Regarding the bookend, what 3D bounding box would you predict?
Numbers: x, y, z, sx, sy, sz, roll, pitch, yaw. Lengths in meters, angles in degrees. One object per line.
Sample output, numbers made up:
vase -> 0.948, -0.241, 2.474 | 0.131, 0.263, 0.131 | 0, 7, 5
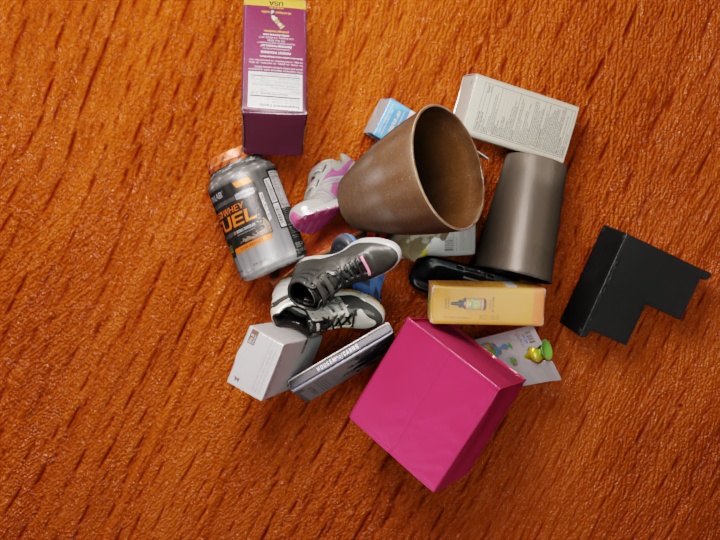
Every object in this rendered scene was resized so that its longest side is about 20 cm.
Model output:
bookend -> 0.511, 0.051, 1.414 | 0.196, 0.092, 0.203 | 21, 98, -13

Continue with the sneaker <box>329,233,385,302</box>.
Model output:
sneaker -> 0.000, 0.000, 1.306 | 0.078, 0.066, 0.203 | -37, 141, -22

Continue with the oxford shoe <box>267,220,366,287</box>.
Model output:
oxford shoe -> -0.065, -0.018, 1.332 | 0.197, 0.072, 0.074 | -32, 121, 5

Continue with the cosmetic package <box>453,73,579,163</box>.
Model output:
cosmetic package -> 0.265, -0.263, 1.319 | 0.195, 0.087, 0.106 | 16, 99, -12

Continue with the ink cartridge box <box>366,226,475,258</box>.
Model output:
ink cartridge box -> 0.102, -0.086, 1.337 | 0.194, 0.067, 0.120 | -3, 100, -8

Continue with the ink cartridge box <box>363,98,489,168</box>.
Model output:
ink cartridge box -> 0.110, -0.213, 1.289 | 0.197, 0.115, 0.069 | 28, 97, -12

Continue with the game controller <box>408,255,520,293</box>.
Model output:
game controller -> 0.187, 0.022, 1.359 | 0.195, 0.043, 0.105 | 14, 142, -11

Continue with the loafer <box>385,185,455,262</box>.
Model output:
loafer -> 0.132, -0.091, 1.272 | 0.198, 0.076, 0.068 | -38, 103, 8

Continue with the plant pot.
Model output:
plant pot -> 0.062, -0.133, 1.181 | 0.197, 0.187, 0.191 | -14, 108, 40

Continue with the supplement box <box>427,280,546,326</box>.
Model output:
supplement box -> 0.213, 0.054, 1.295 | 0.194, 0.069, 0.069 | 2, 101, -4

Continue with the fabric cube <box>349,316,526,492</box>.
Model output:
fabric cube -> 0.134, 0.217, 1.290 | 0.198, 0.195, 0.202 | 36, 102, 24

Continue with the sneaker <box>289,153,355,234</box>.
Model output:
sneaker -> -0.061, -0.132, 1.270 | 0.089, 0.199, 0.081 | 50, 132, 2

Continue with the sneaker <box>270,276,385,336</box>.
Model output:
sneaker -> -0.057, 0.078, 1.269 | 0.194, 0.089, 0.077 | 10, 133, 4

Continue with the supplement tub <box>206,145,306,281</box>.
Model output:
supplement tub -> -0.176, -0.097, 1.254 | 0.120, 0.123, 0.205 | -22, 90, -4

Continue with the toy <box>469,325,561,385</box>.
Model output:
toy -> 0.262, 0.157, 1.378 | 0.047, 0.197, 0.117 | -44, 108, -41

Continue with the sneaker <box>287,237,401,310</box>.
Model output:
sneaker -> -0.030, 0.012, 1.188 | 0.195, 0.100, 0.072 | -13, 118, 24

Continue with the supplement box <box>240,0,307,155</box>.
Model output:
supplement box -> -0.136, -0.303, 1.187 | 0.100, 0.131, 0.206 | 1, 71, -9

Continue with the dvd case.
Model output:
dvd case -> -0.026, 0.165, 1.328 | 0.197, 0.151, 0.025 | -29, 73, -3

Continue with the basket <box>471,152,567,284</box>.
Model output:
basket -> 0.286, -0.091, 1.323 | 0.132, 0.180, 0.206 | 14, 89, -13

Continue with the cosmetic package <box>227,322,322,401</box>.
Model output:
cosmetic package -> -0.139, 0.146, 1.273 | 0.073, 0.200, 0.104 | 25, 97, 12
